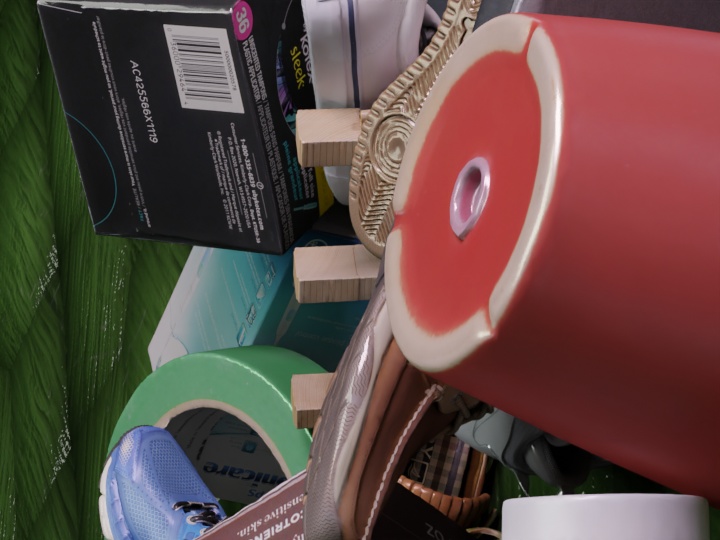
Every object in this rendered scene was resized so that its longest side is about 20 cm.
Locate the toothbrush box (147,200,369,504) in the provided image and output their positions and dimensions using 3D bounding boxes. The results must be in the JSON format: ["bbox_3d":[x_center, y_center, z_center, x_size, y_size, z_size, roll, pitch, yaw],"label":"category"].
[{"bbox_3d":[-0.049,0.022,1.420,0.200,0.085,0.147,-63,27,27],"label":"toothbrush box"}]

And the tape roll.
[{"bbox_3d":[-0.065,0.143,1.319,0.200,0.048,0.201,7,99,44],"label":"tape roll"}]

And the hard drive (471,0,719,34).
[{"bbox_3d":[0.130,-0.165,1.011,0.033,0.139,0.201,13,82,49],"label":"hard drive"}]

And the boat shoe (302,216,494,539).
[{"bbox_3d":[0.033,0.033,0.998,0.076,0.072,0.201,126,167,-69],"label":"boat shoe"}]

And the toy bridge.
[{"bbox_3d":[0.000,0.000,1.173,0.027,0.067,0.201,-98,8,-47],"label":"toy bridge"}]

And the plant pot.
[{"bbox_3d":[0.117,-0.010,0.926,0.200,0.177,0.201,-166,90,-68],"label":"plant pot"}]

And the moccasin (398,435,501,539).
[{"bbox_3d":[0.034,0.118,1.193,0.078,0.073,0.202,145,145,-71],"label":"moccasin"}]

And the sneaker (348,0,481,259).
[{"bbox_3d":[0.073,-0.093,1.102,0.071,0.112,0.200,37,112,24],"label":"sneaker"}]

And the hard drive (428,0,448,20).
[{"bbox_3d":[0.047,-0.093,1.223,0.139,0.033,0.201,-159,69,-67],"label":"hard drive"}]

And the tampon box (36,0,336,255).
[{"bbox_3d":[-0.058,-0.125,1.299,0.200,0.126,0.150,-48,-44,-45],"label":"tampon box"}]

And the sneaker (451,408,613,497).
[{"bbox_3d":[0.111,0.012,1.070,0.200,0.075,0.115,-55,43,9],"label":"sneaker"}]

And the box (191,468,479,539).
[{"bbox_3d":[-0.009,0.225,1.036,0.164,0.166,0.200,-32,42,23],"label":"box"}]

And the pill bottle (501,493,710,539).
[{"bbox_3d":[0.096,0.188,0.901,0.112,0.112,0.201,162,109,-64],"label":"pill bottle"}]

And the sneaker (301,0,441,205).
[{"bbox_3d":[0.012,-0.092,1.158,0.200,0.070,0.073,83,-179,-65],"label":"sneaker"}]

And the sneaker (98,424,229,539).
[{"bbox_3d":[-0.064,0.158,1.237,0.089,0.078,0.200,-49,64,30],"label":"sneaker"}]
